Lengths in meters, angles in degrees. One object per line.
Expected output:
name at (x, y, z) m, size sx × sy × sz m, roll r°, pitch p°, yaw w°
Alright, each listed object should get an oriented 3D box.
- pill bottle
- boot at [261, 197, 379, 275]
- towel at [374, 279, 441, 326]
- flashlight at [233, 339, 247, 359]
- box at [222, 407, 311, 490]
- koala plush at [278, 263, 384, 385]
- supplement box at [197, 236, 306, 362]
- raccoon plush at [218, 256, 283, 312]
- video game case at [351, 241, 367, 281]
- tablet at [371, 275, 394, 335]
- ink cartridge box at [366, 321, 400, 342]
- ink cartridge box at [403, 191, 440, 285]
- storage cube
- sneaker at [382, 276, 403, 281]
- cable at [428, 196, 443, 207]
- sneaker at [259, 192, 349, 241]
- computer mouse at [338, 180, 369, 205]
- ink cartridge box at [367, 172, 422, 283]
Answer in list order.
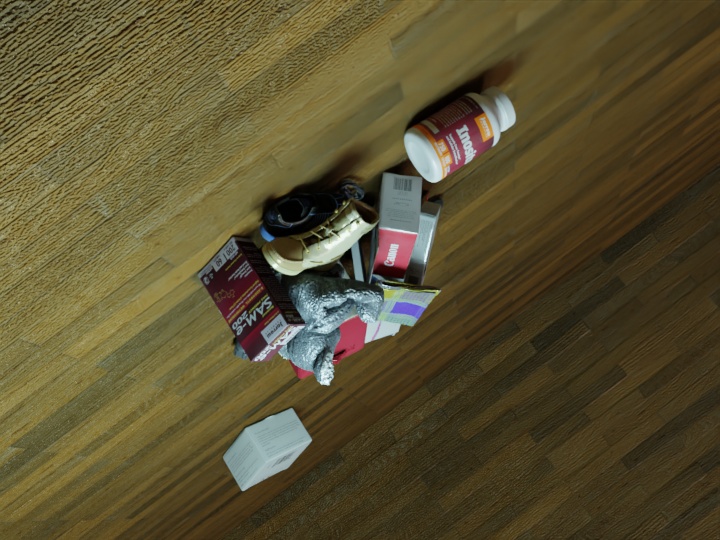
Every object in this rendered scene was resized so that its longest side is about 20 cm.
pill bottle at (0.190, -0.264, 1.516) m, size 0.199 × 0.113 × 0.113 m, roll -33°, pitch 161°, yaw -11°
boot at (-0.066, -0.062, 1.401) m, size 0.155 × 0.073 × 0.199 m, roll -40°, pitch 158°, yaw 28°
towel at (0.076, 0.073, 1.712) m, size 0.142 × 0.023 × 0.200 m, roll 7°, pitch 153°, yaw -14°
flashlight at (-0.244, 0.136, 1.756) m, size 0.200 × 0.067 × 0.069 m, roll 120°, pitch -12°, yaw -55°
box at (-0.296, 0.565, 2.532) m, size 0.198 × 0.131 × 0.200 m, roll -16°, pitch 153°, yaw -45°
koala plush at (-0.085, 0.100, 1.504) m, size 0.183 × 0.176 × 0.202 m, roll 0°, pitch 112°, yaw -49°
supplement box at (-0.196, 0.051, 1.432) m, size 0.109 × 0.201 × 0.061 m, roll -43°, pitch 159°, yaw 20°
raccoon plush at (-0.196, 0.009, 1.575) m, size 0.199 × 0.098 × 0.134 m, roll -14°, pitch -163°, yaw 46°
video game case at (0.000, 0.000, 1.755) m, size 0.018 × 0.145 × 0.200 m, roll -8°, pitch 160°, yaw 2°
tablet at (0.057, 0.087, 2.066) m, size 0.014 × 0.130 × 0.201 m, roll -48°, pitch 168°, yaw -30°
ink cartridge box at (-0.009, 0.105, 1.938) m, size 0.199 × 0.144 × 0.086 m, roll -14°, pitch 123°, yaw -48°
ink cartridge box at (0.138, -0.056, 1.770) m, size 0.174 × 0.043 × 0.202 m, roll -57°, pitch 160°, yaw -66°
storage cube at (-0.095, 0.092, 1.709) m, size 0.169 × 0.201 × 0.180 m, roll -25°, pitch 155°, yaw -16°
sneaker at (0.130, 0.008, 2.021) m, size 0.075 × 0.116 × 0.200 m, roll -11°, pitch 148°, yaw -51°
cable at (0.106, -0.118, 1.844) m, size 0.200 × 0.050 × 0.097 m, roll -45°, pitch 146°, yaw -15°
sneaker at (-0.088, -0.108, 1.455) m, size 0.199 × 0.071 × 0.078 m, roll -23°, pitch 162°, yaw -34°
computer mouse at (-0.011, -0.134, 1.599) m, size 0.058 × 0.034 × 0.200 m, roll -15°, pitch 155°, yaw 3°
ink cartridge box at (0.067, -0.069, 1.639) m, size 0.083 × 0.178 × 0.201 m, roll 7°, pitch 153°, yaw -2°
